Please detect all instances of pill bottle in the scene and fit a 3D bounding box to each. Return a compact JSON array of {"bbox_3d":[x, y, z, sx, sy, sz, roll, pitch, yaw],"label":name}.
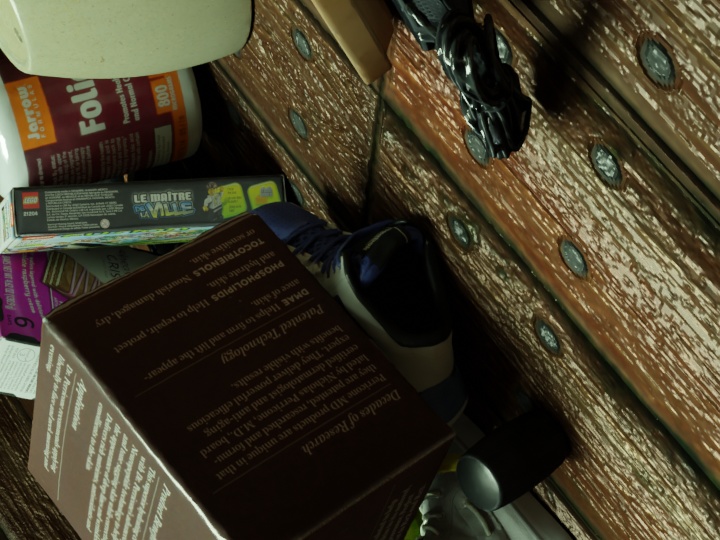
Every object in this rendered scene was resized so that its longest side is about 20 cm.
[{"bbox_3d":[-0.229,-0.118,1.121,0.114,0.198,0.115,52,151,44],"label":"pill bottle"}]

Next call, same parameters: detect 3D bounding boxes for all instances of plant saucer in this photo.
[{"bbox_3d":[-0.038,-0.187,0.750,0.202,0.032,0.200,57,-176,-6],"label":"plant saucer"}]

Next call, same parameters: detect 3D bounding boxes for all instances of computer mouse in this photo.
[{"bbox_3d":[0.026,-0.153,0.684,0.201,0.052,0.138,59,-174,15],"label":"computer mouse"}]

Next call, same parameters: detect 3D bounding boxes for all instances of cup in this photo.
[{"bbox_3d":[-0.184,-0.208,0.999,0.201,0.142,0.201,49,158,28],"label":"cup"}]

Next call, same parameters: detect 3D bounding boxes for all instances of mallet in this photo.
[{"bbox_3d":[0.055,0.120,0.955,0.199,0.065,0.042,-11,103,63],"label":"mallet"}]

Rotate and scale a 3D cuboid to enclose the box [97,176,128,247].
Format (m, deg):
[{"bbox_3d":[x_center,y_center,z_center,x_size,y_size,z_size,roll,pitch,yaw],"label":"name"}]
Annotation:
[{"bbox_3d":[-0.226,-0.097,1.274,0.161,0.043,0.202,105,158,-63],"label":"box"}]

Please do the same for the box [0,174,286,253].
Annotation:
[{"bbox_3d":[-0.164,-0.041,1.100,0.110,0.197,0.035,163,102,-70],"label":"box"}]

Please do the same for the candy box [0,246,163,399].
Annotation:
[{"bbox_3d":[-0.201,0.041,1.162,0.061,0.198,0.137,-54,37,32],"label":"candy box"}]

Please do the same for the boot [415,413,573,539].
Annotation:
[{"bbox_3d":[0.059,0.167,0.992,0.200,0.095,0.074,45,155,36],"label":"boot"}]

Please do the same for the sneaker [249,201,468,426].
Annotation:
[{"bbox_3d":[0.000,0.000,0.953,0.199,0.080,0.116,43,148,31],"label":"sneaker"}]

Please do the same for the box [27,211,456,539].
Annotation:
[{"bbox_3d":[-0.081,0.110,0.914,0.200,0.163,0.167,46,143,21],"label":"box"}]

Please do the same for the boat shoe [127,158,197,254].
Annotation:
[{"bbox_3d":[-0.145,-0.020,1.267,0.066,0.074,0.202,22,128,37],"label":"boat shoe"}]

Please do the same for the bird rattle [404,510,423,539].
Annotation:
[{"bbox_3d":[-0.018,0.180,1.110,0.199,0.163,0.113,39,136,14],"label":"bird rattle"}]
